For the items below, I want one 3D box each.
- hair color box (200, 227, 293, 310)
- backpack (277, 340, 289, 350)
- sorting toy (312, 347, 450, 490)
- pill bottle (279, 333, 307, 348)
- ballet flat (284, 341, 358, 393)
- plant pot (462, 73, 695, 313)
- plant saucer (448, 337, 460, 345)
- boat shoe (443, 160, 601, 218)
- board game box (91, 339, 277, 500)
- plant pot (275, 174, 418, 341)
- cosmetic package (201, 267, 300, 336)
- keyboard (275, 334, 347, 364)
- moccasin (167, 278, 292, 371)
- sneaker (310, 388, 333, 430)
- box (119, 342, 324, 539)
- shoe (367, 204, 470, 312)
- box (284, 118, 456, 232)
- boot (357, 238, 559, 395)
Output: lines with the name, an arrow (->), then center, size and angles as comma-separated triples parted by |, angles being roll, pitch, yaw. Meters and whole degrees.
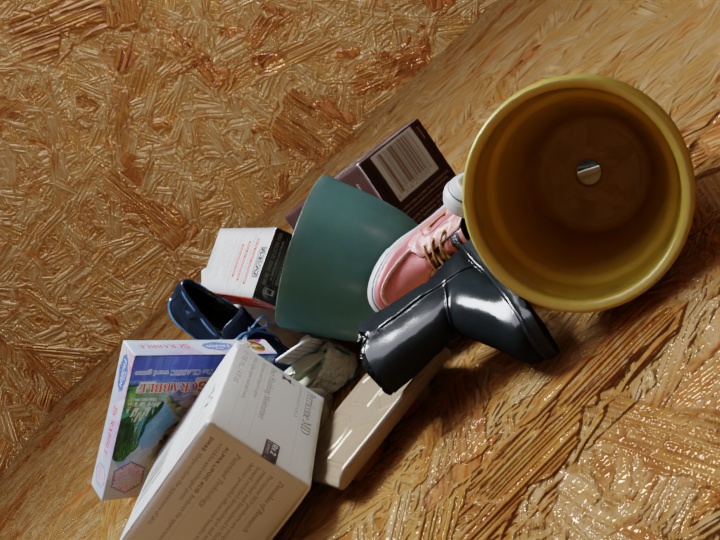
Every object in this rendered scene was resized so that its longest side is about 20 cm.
hair color box -> -0.151, -0.003, 1.389 | 0.199, 0.061, 0.103 | 4, 73, 61
backpack -> -0.206, 0.194, 1.448 | 0.163, 0.152, 0.202 | -40, -24, -58
sorting toy -> 0.011, 0.165, 1.107 | 0.185, 0.036, 0.200 | -49, 9, -19
pill bottle -> -0.106, 0.060, 1.604 | 0.200, 0.114, 0.115 | -41, 13, 23
ballet flat -> -0.091, 0.159, 1.328 | 0.199, 0.072, 0.072 | -40, 13, 16
plant pot -> 0.208, -0.081, 0.931 | 0.200, 0.202, 0.189 | -39, -2, 21
plant saucer -> 0.148, 0.000, 1.152 | 0.199, 0.048, 0.201 | -37, 15, 33
boat shoe -> 0.185, -0.106, 1.080 | 0.067, 0.197, 0.074 | 97, 158, -45
board game box -> -0.218, 0.184, 1.245 | 0.041, 0.198, 0.202 | 38, 118, 47
plant pot -> 0.000, 0.000, 1.267 | 0.201, 0.159, 0.204 | 18, -90, -83
cosmetic package -> -0.155, 0.043, 1.515 | 0.198, 0.080, 0.115 | -15, 69, 43
keyboard -> -0.063, 0.110, 1.346 | 0.056, 0.011, 0.200 | -40, -14, 6
moccasin -> -0.177, 0.084, 1.355 | 0.081, 0.198, 0.069 | -59, -4, -44
sneaker -> -0.109, 0.222, 1.259 | 0.199, 0.071, 0.075 | -38, -5, 15
box -> -0.150, 0.224, 1.110 | 0.201, 0.130, 0.199 | -53, 10, 17
shoe -> 0.092, -0.026, 1.139 | 0.200, 0.072, 0.091 | -44, 9, -11
box -> 0.030, -0.088, 1.486 | 0.199, 0.165, 0.166 | -30, 9, 48
boot -> 0.087, 0.069, 0.972 | 0.168, 0.077, 0.201 | -39, 32, 5
